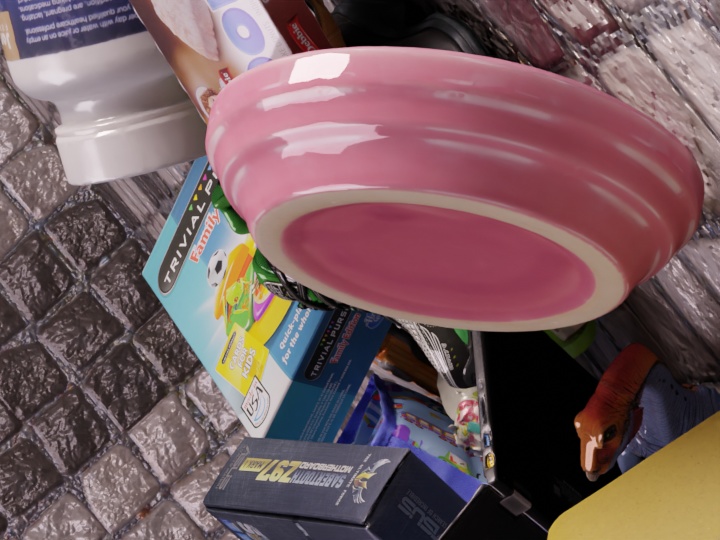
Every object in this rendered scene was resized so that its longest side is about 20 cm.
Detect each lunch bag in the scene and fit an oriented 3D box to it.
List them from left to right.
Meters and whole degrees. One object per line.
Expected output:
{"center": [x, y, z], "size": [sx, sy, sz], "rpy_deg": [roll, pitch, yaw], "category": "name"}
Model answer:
{"center": [0.063, 0.125, 1.515], "size": [0.150, 0.094, 0.200], "rpy_deg": [30, 172, -4], "category": "lunch bag"}

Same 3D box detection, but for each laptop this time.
{"center": [0.071, 0.145, 1.360], "size": [0.187, 0.115, 0.201], "rpy_deg": [41, -148, -38], "category": "laptop"}

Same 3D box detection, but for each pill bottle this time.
{"center": [-0.129, -0.149, 1.381], "size": [0.111, 0.110, 0.201], "rpy_deg": [-160, 55, -74], "category": "pill bottle"}

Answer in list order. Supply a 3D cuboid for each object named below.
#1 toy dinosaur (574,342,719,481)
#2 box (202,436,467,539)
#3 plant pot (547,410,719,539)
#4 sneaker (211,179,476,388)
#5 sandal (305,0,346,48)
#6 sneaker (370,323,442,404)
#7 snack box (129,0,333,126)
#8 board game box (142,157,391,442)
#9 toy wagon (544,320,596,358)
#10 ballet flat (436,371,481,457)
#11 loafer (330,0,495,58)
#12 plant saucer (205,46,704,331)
{"center": [0.132, 0.084, 1.293], "size": [0.200, 0.105, 0.182], "rpy_deg": [40, 169, 51], "category": "toy dinosaur"}
{"center": [0.033, 0.165, 1.454], "size": [0.200, 0.051, 0.157], "rpy_deg": [44, 156, -26], "category": "box"}
{"center": [0.182, 0.156, 1.089], "size": [0.200, 0.199, 0.177], "rpy_deg": [56, -179, -40], "category": "plant pot"}
{"center": [0.000, 0.000, 1.425], "size": [0.200, 0.085, 0.078], "rpy_deg": [44, 172, 39], "category": "sneaker"}
{"center": [-0.036, -0.097, 1.265], "size": [0.200, 0.054, 0.081], "rpy_deg": [-170, 64, -80], "category": "sandal"}
{"center": [0.068, 0.048, 1.622], "size": [0.199, 0.078, 0.078], "rpy_deg": [32, 169, -11], "category": "sneaker"}
{"center": [-0.079, -0.143, 1.119], "size": [0.072, 0.024, 0.201], "rpy_deg": [-14, 113, 48], "category": "snack box"}
{"center": [-0.045, -0.010, 1.592], "size": [0.047, 0.152, 0.200], "rpy_deg": [15, -160, -32], "category": "board game box"}
{"center": [0.048, -0.042, 1.418], "size": [0.200, 0.040, 0.155], "rpy_deg": [42, 169, 48], "category": "toy wagon"}
{"center": [0.072, 0.053, 1.493], "size": [0.200, 0.063, 0.076], "rpy_deg": [-92, 7, -80], "category": "ballet flat"}
{"center": [0.023, -0.074, 1.278], "size": [0.073, 0.072, 0.200], "rpy_deg": [53, 171, -22], "category": "loafer"}
{"center": [0.035, -0.024, 1.113], "size": [0.199, 0.051, 0.201], "rpy_deg": [9, 161, 3], "category": "plant saucer"}
